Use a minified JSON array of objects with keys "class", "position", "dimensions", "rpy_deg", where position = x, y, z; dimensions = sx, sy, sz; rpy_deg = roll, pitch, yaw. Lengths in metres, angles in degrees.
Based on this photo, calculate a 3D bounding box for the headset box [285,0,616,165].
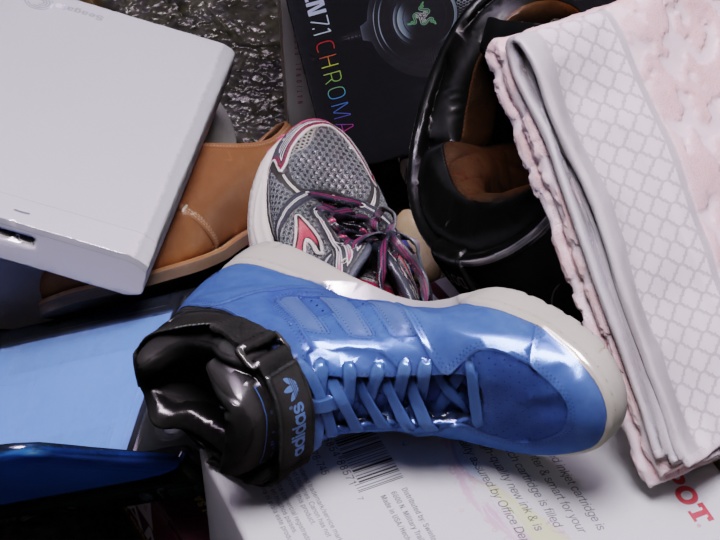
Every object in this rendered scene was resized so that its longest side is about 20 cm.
[{"class":"headset box","position":[0.057,-0.165,1.145],"dimensions":[0.199,0.174,0.093],"rpy_deg":[-14,37,-1]}]

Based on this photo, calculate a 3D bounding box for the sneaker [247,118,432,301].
[{"class":"sneaker","position":[0.000,0.000,1.035],"dimensions":[0.080,0.075,0.200],"rpy_deg":[4,45,-22]}]

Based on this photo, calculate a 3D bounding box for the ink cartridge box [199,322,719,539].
[{"class":"ink cartridge box","position":[0.050,0.140,0.942],"dimensions":[0.199,0.145,0.145],"rpy_deg":[-17,45,-15]}]

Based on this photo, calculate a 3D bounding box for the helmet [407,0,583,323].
[{"class":"helmet","position":[0.139,-0.048,1.055],"dimensions":[0.190,0.200,0.200],"rpy_deg":[21,32,-34]}]

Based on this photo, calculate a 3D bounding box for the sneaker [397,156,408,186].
[{"class":"sneaker","position":[0.118,-0.050,1.187],"dimensions":[0.198,0.080,0.130],"rpy_deg":[1,45,2]}]

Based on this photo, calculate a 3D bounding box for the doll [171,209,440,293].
[{"class":"doll","position":[-0.058,0.022,1.119],"dimensions":[0.200,0.049,0.136],"rpy_deg":[-24,15,-23]}]

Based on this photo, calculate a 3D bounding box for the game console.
[{"class":"game console","position":[-0.170,0.059,0.995],"dimensions":[0.200,0.118,0.171],"rpy_deg":[-12,45,31]}]

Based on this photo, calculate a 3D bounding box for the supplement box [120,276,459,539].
[{"class":"supplement box","position":[-0.012,0.088,1.059],"dimensions":[0.200,0.061,0.109],"rpy_deg":[-22,46,-21]}]

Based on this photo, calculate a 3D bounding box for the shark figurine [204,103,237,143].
[{"class":"shark figurine","position":[-0.109,-0.097,1.239],"dimensions":[0.128,0.090,0.215],"rpy_deg":[-18,48,-18]}]

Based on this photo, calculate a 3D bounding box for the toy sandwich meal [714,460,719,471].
[{"class":"toy sandwich meal","position":[0.255,0.084,1.056],"dimensions":[0.204,0.070,0.206],"rpy_deg":[-1,47,1]}]

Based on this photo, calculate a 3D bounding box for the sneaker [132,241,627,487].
[{"class":"sneaker","position":[-0.001,0.051,0.872],"dimensions":[0.200,0.077,0.111],"rpy_deg":[18,37,29]}]

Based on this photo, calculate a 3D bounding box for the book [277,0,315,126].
[{"class":"book","position":[0.053,-0.145,1.250],"dimensions":[0.199,0.134,0.048],"rpy_deg":[-6,40,-4]}]

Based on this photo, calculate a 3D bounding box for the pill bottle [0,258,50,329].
[{"class":"pill bottle","position":[-0.211,-0.069,1.192],"dimensions":[0.112,0.113,0.200],"rpy_deg":[-21,46,-19]}]

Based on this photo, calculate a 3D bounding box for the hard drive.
[{"class":"hard drive","position":[-0.148,-0.071,1.099],"dimensions":[0.132,0.026,0.200],"rpy_deg":[16,37,-1]}]

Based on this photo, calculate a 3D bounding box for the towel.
[{"class":"towel","position":[0.160,-0.030,0.926],"dimensions":[0.191,0.032,0.201],"rpy_deg":[-19,88,-36]}]

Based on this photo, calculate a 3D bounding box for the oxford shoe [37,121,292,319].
[{"class":"oxford shoe","position":[-0.098,-0.027,1.134],"dimensions":[0.071,0.071,0.200],"rpy_deg":[-19,6,45]}]
